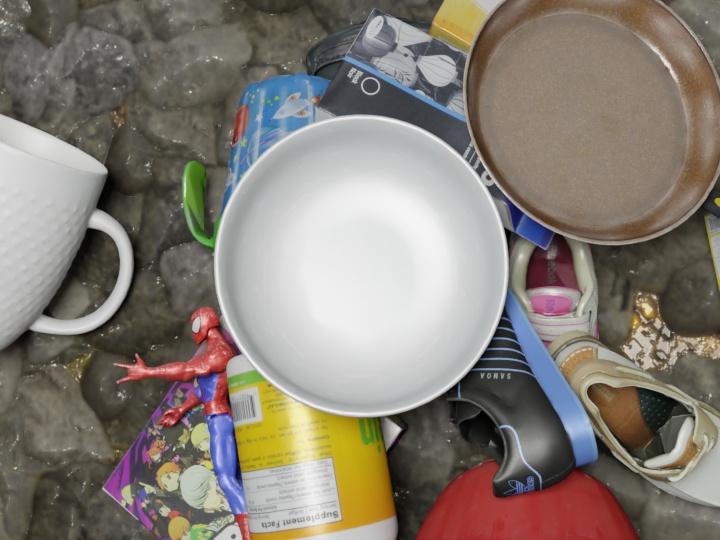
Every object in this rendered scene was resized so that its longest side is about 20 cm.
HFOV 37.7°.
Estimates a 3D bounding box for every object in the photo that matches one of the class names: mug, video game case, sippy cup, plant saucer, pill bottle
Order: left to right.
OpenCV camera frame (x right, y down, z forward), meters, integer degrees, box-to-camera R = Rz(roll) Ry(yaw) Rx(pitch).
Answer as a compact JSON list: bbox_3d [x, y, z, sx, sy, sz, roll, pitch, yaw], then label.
[{"bbox_3d":[-0.287,-0.020,0.882,0.197,0.148,0.178,22,98,-18],"label":"mug"},{"bbox_3d":[-0.088,0.154,0.869,0.180,0.036,0.201,37,93,13],"label":"video game case"},{"bbox_3d":[-0.050,-0.079,0.842,0.174,0.140,0.133,3,74,-15],"label":"sippy cup"},{"bbox_3d":[-0.032,0.157,0.781,0.109,0.111,0.204,-11,82,10],"label":"pill bottle"},{"bbox_3d":[0.164,-0.113,0.751,0.196,0.032,0.204,3,75,-9],"label":"plant saucer"}]

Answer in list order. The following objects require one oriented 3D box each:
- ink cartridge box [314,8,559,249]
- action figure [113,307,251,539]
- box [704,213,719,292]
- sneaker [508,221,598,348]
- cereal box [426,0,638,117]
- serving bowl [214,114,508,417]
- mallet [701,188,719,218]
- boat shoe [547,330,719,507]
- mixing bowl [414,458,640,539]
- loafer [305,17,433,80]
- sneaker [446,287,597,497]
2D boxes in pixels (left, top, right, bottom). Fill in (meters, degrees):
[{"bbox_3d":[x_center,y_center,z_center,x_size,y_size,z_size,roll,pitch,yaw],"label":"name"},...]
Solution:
[{"bbox_3d":[0.073,-0.106,0.778,0.197,0.039,0.101,27,70,6],"label":"ink cartridge box"},{"bbox_3d":[-0.133,0.133,0.826,0.097,0.065,0.204,-6,82,0],"label":"action figure"},{"bbox_3d":[0.313,0.045,0.755,0.047,0.117,0.204,-6,83,-12],"label":"box"},{"bbox_3d":[0.143,0.043,0.806,0.080,0.088,0.204,-5,84,11],"label":"sneaker"},{"bbox_3d":[0.156,-0.228,0.816,0.142,0.040,0.202,27,75,1],"label":"cereal box"},{"bbox_3d":[0.000,0.000,0.726,0.196,0.066,0.204,0,80,-2],"label":"serving bowl"},{"bbox_3d":[0.241,-0.047,0.766,0.066,0.041,0.201,-46,37,9],"label":"mallet"},{"bbox_3d":[0.217,0.121,0.760,0.198,0.068,0.075,31,100,-15],"label":"boat shoe"},{"bbox_3d":[0.120,0.204,0.762,0.196,0.202,0.110,-2,54,11],"label":"mixing bowl"},{"bbox_3d":[0.052,-0.161,0.850,0.196,0.068,0.072,-3,65,8],"label":"loafer"},{"bbox_3d":[0.086,0.067,0.742,0.077,0.071,0.201,-22,47,-8],"label":"sneaker"}]
